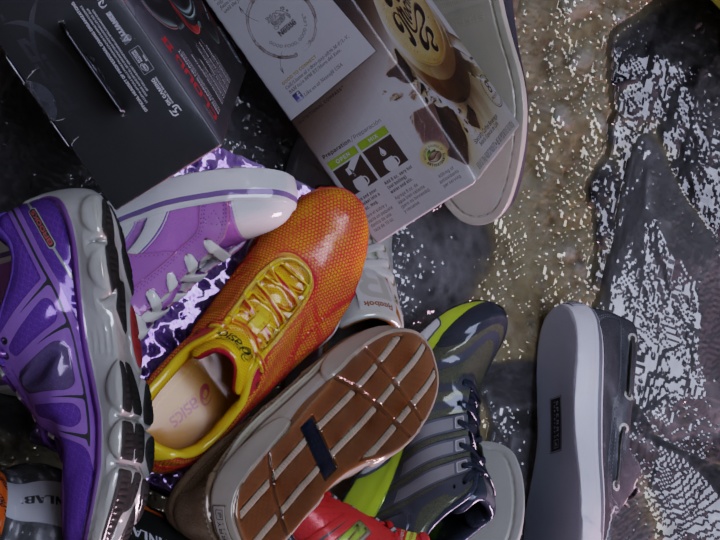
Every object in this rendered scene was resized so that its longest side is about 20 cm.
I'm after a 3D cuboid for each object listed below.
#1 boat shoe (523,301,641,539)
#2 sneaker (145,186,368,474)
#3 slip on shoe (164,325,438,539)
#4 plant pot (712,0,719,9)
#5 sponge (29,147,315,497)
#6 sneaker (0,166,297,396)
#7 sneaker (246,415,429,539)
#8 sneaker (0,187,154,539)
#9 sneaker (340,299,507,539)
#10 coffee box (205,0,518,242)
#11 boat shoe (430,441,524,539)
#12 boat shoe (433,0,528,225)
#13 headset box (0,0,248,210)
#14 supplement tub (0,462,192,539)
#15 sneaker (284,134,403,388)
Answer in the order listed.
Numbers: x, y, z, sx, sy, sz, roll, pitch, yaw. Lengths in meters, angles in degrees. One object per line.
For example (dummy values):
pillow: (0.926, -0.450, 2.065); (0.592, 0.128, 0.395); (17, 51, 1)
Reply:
boat shoe: (0.147, 0.121, 1.794); (0.066, 0.070, 0.200); (7, 75, -27)
sneaker: (-0.057, 0.036, 1.606); (0.073, 0.077, 0.200); (37, 77, -4)
slip on shoe: (-0.032, 0.095, 1.612); (0.200, 0.061, 0.076); (-44, 121, -39)
plant pot: (0.337, -0.181, 1.871); (0.187, 0.187, 0.200); (-54, 126, -21)
sponge: (-0.102, 0.028, 1.652); (0.111, 0.030, 0.200); (25, 78, -7)
sneaker: (-0.120, 0.016, 1.593); (0.200, 0.073, 0.115); (-18, 74, 11)
sneaker: (-0.003, 0.166, 1.656); (0.085, 0.077, 0.200); (-29, 80, -1)
sneaker: (-0.159, 0.058, 1.529); (0.083, 0.081, 0.200); (-10, 78, 8)
sneaker: (0.052, 0.114, 1.718); (0.074, 0.081, 0.200); (41, 69, -59)
coffee box: (-0.004, -0.132, 1.673); (0.200, 0.080, 0.113); (54, 24, -7)
boat shoe: (0.063, 0.203, 1.739); (0.060, 0.074, 0.200); (62, 33, -57)
boat shoe: (0.077, -0.128, 1.765); (0.063, 0.073, 0.200); (1, 82, -63)
headset box: (-0.138, -0.132, 1.571); (0.075, 0.200, 0.149); (-31, 104, 13)
supplement tub: (-0.151, 0.183, 1.585); (0.200, 0.122, 0.123); (26, 74, -26)
sneaker: (0.000, 0.000, 1.705); (0.073, 0.085, 0.201); (2, 83, -28)
